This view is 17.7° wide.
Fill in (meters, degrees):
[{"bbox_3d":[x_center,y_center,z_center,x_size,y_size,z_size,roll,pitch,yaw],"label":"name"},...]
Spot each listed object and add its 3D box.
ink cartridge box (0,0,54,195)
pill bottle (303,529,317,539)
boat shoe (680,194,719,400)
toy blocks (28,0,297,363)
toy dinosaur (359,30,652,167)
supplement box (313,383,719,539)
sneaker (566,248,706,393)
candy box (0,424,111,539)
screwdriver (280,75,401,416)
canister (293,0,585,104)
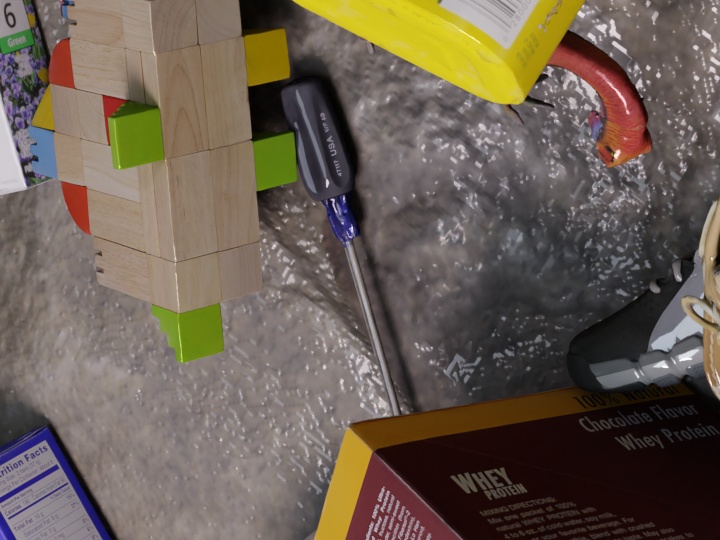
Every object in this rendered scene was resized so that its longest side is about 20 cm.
[{"bbox_3d":[-0.227,-0.136,1.207,0.109,0.050,0.200,-7,102,32],"label":"ink cartridge box"},{"bbox_3d":[0.036,0.220,1.139,0.200,0.112,0.113,33,121,16],"label":"pill bottle"},{"bbox_3d":[0.163,-0.009,0.902,0.073,0.063,0.200,30,138,27],"label":"boat shoe"},{"bbox_3d":[-0.112,-0.069,1.137,0.137,0.100,0.200,16,116,51],"label":"toy blocks"},{"bbox_3d":[0.041,-0.098,1.004,0.181,0.200,0.105,-134,39,-54],"label":"toy dinosaur"},{"bbox_3d":[0.108,0.161,0.989,0.200,0.197,0.133,42,126,40],"label":"supplement box"},{"bbox_3d":[0.171,-0.023,1.008,0.200,0.075,0.116,-19,92,23],"label":"sneaker"},{"bbox_3d":[-0.202,0.213,1.297,0.169,0.077,0.200,-30,90,35],"label":"candy box"},{"bbox_3d":[0.000,0.000,1.138,0.028,0.029,0.200,-11,104,33],"label":"screwdriver"},{"bbox_3d":[0.056,-0.184,0.940,0.148,0.087,0.200,29,82,21],"label":"canister"}]
